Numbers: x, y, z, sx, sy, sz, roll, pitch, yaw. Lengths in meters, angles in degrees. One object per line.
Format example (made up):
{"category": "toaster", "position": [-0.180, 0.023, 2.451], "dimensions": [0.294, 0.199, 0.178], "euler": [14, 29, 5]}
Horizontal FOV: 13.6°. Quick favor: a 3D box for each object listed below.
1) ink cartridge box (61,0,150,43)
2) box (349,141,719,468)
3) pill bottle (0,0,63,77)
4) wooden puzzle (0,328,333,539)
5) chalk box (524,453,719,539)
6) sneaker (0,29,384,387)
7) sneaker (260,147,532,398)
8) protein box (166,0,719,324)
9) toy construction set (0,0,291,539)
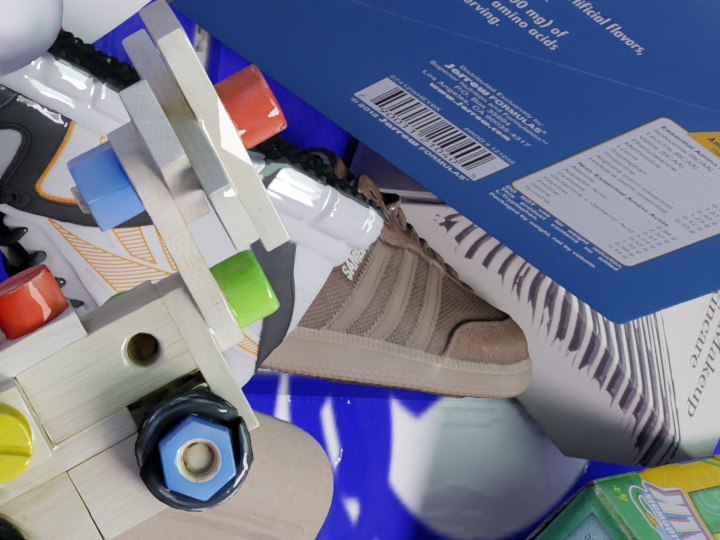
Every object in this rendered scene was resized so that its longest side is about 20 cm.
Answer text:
{"category": "ink cartridge box", "position": [-0.102, -0.127, 0.852], "dimensions": [0.161, 0.050, 0.201], "euler": [55, 50, -44]}
{"category": "box", "position": [0.075, -0.007, 1.113], "dimensions": [0.200, 0.068, 0.083], "euler": [47, 57, -48]}
{"category": "pill bottle", "position": [-0.134, -0.147, 0.726], "dimensions": [0.112, 0.112, 0.201], "euler": [3, 80, -56]}
{"category": "wooden puzzle", "position": [-0.104, 0.121, 0.873], "dimensions": [0.185, 0.037, 0.201], "euler": [22, 94, -55]}
{"category": "chalk box", "position": [0.108, 0.153, 1.102], "dimensions": [0.124, 0.125, 0.200], "euler": [-47, 159, 27]}
{"category": "sneaker", "position": [-0.080, -0.022, 0.846], "dimensions": [0.199, 0.074, 0.080], "euler": [27, 98, -39]}
{"category": "sneaker", "position": [0.000, 0.000, 1.003], "dimensions": [0.200, 0.070, 0.076], "euler": [10, 86, -56]}
{"category": "protein box", "position": [0.085, -0.107, 0.932], "dimensions": [0.198, 0.200, 0.135], "euler": [35, 63, -18]}
{"category": "toy construction set", "position": [-0.097, 0.016, 0.742], "dimensions": [0.132, 0.199, 0.092], "euler": [62, 11, -11]}
